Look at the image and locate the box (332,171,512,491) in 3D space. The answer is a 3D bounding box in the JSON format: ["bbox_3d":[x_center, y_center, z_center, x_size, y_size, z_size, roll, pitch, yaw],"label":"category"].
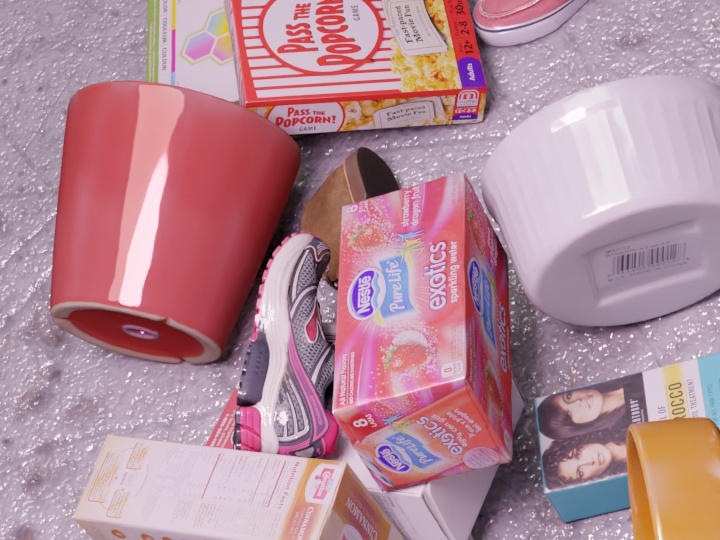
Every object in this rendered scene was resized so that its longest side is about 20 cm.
[{"bbox_3d":[0.044,0.041,1.605,0.102,0.095,0.201,-15,43,18],"label":"box"}]

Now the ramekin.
[{"bbox_3d":[0.194,-0.043,1.655,0.199,0.201,0.098,-20,60,12],"label":"ramekin"}]

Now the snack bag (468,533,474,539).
[{"bbox_3d":[0.008,0.251,1.656,0.188,0.021,0.201,-28,48,5],"label":"snack bag"}]

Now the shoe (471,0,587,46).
[{"bbox_3d":[0.169,-0.267,1.876,0.199,0.091,0.072,-29,51,6],"label":"shoe"}]

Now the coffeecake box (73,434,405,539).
[{"bbox_3d":[-0.077,0.193,1.625,0.199,0.154,0.073,4,57,29],"label":"coffeecake box"}]

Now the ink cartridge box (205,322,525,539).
[{"bbox_3d":[0.002,0.121,1.687,0.199,0.083,0.147,4,51,33],"label":"ink cartridge box"}]

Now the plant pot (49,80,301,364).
[{"bbox_3d":[-0.159,-0.031,1.831,0.199,0.200,0.179,3,71,27],"label":"plant pot"}]

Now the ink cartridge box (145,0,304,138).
[{"bbox_3d":[-0.078,-0.187,1.953,0.199,0.076,0.149,-16,54,18],"label":"ink cartridge box"}]

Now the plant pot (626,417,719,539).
[{"bbox_3d":[0.276,0.188,1.477,0.182,0.201,0.201,-7,55,2],"label":"plant pot"}]

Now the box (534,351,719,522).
[{"bbox_3d":[0.227,0.112,1.626,0.199,0.049,0.083,-15,54,16],"label":"box"}]

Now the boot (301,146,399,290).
[{"bbox_3d":[0.000,0.000,1.810,0.075,0.073,0.201,-34,44,26],"label":"boot"}]

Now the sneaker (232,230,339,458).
[{"bbox_3d":[-0.044,0.058,1.665,0.074,0.081,0.201,9,49,0],"label":"sneaker"}]

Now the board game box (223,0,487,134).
[{"bbox_3d":[-0.007,-0.185,1.887,0.198,0.046,0.152,-5,53,-8],"label":"board game box"}]
